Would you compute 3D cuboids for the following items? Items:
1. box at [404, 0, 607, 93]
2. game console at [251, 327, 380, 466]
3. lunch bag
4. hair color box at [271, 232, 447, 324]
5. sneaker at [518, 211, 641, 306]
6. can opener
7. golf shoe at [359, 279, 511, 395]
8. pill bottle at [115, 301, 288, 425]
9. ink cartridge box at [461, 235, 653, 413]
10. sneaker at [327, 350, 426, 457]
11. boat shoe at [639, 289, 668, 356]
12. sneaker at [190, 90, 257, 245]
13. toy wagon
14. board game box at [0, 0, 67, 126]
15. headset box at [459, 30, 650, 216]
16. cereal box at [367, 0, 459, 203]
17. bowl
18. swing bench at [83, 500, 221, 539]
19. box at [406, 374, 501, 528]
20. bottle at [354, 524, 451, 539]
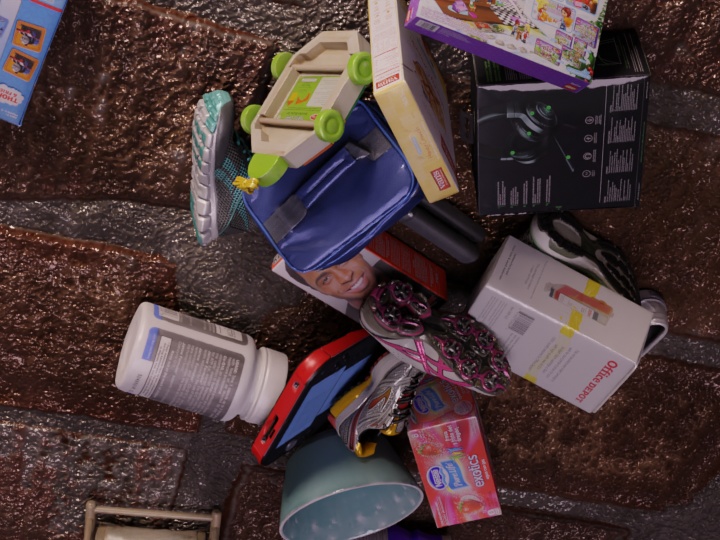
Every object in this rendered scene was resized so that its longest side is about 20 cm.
[{"bbox_3d":[0.153,-0.278,1.320,0.197,0.139,0.039,18,167,-15],"label":"box"},{"bbox_3d":[-0.048,0.154,1.660,0.031,0.176,0.201,45,127,19],"label":"game console"},{"bbox_3d":[-0.019,-0.095,1.422,0.199,0.132,0.136,-40,87,15],"label":"lunch bag"},{"bbox_3d":[0.000,0.000,1.587,0.199,0.062,0.101,31,123,-23],"label":"hair color box"},{"bbox_3d":[0.261,0.001,1.599,0.199,0.078,0.088,36,133,-21],"label":"sneaker"},{"bbox_3d":[0.056,-0.072,1.548,0.199,0.054,0.067,32,154,-25],"label":"can opener"},{"bbox_3d":[0.089,0.086,1.563,0.199,0.073,0.092,34,152,-2],"label":"golf shoe"},{"bbox_3d":[-0.197,0.122,1.648,0.198,0.115,0.114,19,127,-16],"label":"pill bottle"},{"bbox_3d":[0.228,0.067,1.570,0.198,0.084,0.146,29,147,1],"label":"ink cartridge box"},{"bbox_3d":[0.045,0.161,1.662,0.077,0.083,0.200,3,138,-47],"label":"sneaker"},{"bbox_3d":[0.311,0.106,1.678,0.073,0.066,0.200,28,123,-23],"label":"boat shoe"},{"bbox_3d":[-0.145,-0.120,1.491,0.090,0.078,0.202,-6,135,-16],"label":"sneaker"},{"bbox_3d":[-0.065,-0.160,1.358,0.039,0.202,0.154,37,165,-34],"label":"toy wagon"},{"bbox_3d":[-0.397,-0.263,1.378,0.150,0.037,0.201,21,125,-17],"label":"board game box"},{"bbox_3d":[0.208,-0.158,1.441,0.197,0.093,0.176,-4,130,3],"label":"headset box"},{"bbox_3d":[0.054,-0.185,1.346,0.039,0.201,0.145,-20,128,14],"label":"cereal box"},{"bbox_3d":[-0.023,0.282,1.766,0.198,0.106,0.202,-12,150,-7],"label":"bowl"},{"bbox_3d":[-0.309,0.450,1.909,0.196,0.131,0.202,6,135,-7],"label":"swing bench"},{"bbox_3d":[0.122,0.236,1.756,0.093,0.103,0.202,-13,130,6],"label":"box"},{"bbox_3d":[0.034,0.411,1.911,0.197,0.084,0.066,-1,129,-1],"label":"bottle"}]
